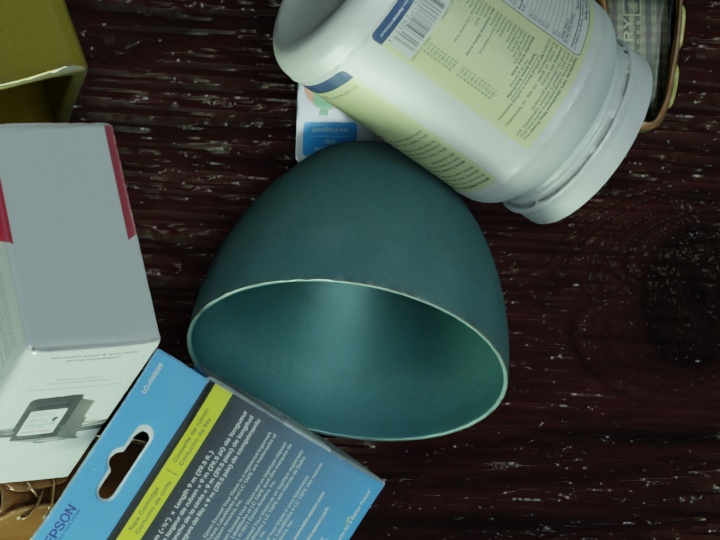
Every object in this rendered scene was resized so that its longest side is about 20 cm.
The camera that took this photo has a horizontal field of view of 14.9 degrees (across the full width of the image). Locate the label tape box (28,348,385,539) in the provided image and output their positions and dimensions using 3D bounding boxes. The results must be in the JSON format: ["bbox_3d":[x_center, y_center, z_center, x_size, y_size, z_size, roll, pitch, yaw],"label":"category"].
[{"bbox_3d":[-0.102,0.141,1.703,0.200,0.066,0.144,33,90,-33],"label":"label tape box"}]

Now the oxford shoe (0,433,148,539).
[{"bbox_3d":[-0.203,0.142,1.719,0.198,0.071,0.072,-4,91,-14],"label":"oxford shoe"}]

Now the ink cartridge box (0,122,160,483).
[{"bbox_3d":[-0.198,0.023,1.629,0.083,0.200,0.146,-4,65,-25],"label":"ink cartridge box"}]

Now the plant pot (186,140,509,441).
[{"bbox_3d":[0.000,0.000,1.714,0.199,0.200,0.136,16,60,-12],"label":"plant pot"}]

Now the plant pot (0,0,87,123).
[{"bbox_3d":[-0.283,-0.176,1.638,0.194,0.194,0.201,-12,85,-12],"label":"plant pot"}]

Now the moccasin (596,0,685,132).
[{"bbox_3d":[0.179,-0.192,1.790,0.073,0.078,0.203,5,90,-13],"label":"moccasin"}]

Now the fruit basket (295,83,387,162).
[{"bbox_3d":[0.051,-0.167,1.757,0.184,0.094,0.202,1,95,-13],"label":"fruit basket"}]

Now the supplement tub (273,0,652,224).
[{"bbox_3d":[0.063,-0.131,1.660,0.199,0.145,0.146,33,84,-22],"label":"supplement tub"}]
